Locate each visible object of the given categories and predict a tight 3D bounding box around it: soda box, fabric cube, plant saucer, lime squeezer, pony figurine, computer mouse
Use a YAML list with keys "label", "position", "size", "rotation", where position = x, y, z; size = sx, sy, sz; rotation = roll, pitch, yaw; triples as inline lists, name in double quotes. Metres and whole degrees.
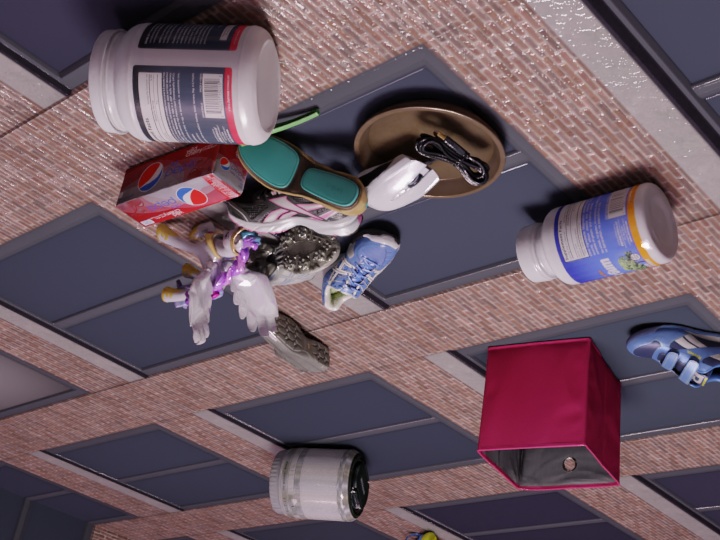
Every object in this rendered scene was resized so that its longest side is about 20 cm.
- label: "soda box"
  position: [-0.253, -0.126, 1.546]
  size: [0.200, 0.070, 0.063]
  rotation: [-13, 143, 35]
- label: "fabric cube"
  position: [0.338, 0.257, 1.918]
  size: [0.196, 0.200, 0.200]
  rotation: [-9, 145, 28]
- label: "plant saucer"
  position: [0.091, -0.161, 1.430]
  size: [0.200, 0.030, 0.200]
  rotation: [7, 151, 4]
- label: "lime squeezer"
  position: [-0.153, -0.198, 1.441]
  size: [0.200, 0.038, 0.071]
  rotation: [8, 119, 3]
- label: "pony figurine"
  position: [-0.225, 0.009, 1.659]
  size: [0.200, 0.193, 0.166]
  rotation: [0, -176, 44]
- label: "computer mouse"
  position: [0.065, -0.117, 1.442]
  size: [0.110, 0.044, 0.200]
  rotation: [29, 145, -32]

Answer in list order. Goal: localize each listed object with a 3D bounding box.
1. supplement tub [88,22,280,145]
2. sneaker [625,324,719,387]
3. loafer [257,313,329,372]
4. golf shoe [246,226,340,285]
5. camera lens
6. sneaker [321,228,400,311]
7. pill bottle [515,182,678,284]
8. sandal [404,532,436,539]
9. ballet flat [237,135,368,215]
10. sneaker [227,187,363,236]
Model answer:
- label: "supplement tub"
  position: [-0.205, -0.222, 1.294]
  size: [0.200, 0.140, 0.140]
  rotation: [4, 150, 10]
- label: "sneaker"
  position: [0.535, 0.143, 1.780]
  size: [0.200, 0.082, 0.074]
  rotation: [8, 152, 6]
- label: "loafer"
  position: [-0.130, 0.137, 1.971]
  size: [0.070, 0.070, 0.200]
  rotation: [-18, 142, 25]
- label: "golf shoe"
  position: [-0.091, -0.019, 1.707]
  size: [0.200, 0.078, 0.097]
  rotation: [-12, 162, 42]
- label: "camera lens"
  position: [-0.089, 0.485, 2.473]
  size: [0.200, 0.160, 0.160]
  rotation: [0, 149, 17]
- label: "sneaker"
  position: [0.000, 0.000, 1.688]
  size: [0.076, 0.077, 0.200]
  rotation: [22, 147, -18]
- label: "pill bottle"
  position: [0.319, -0.043, 1.487]
  size: [0.200, 0.112, 0.112]
  rotation: [-16, 142, 37]
- label: "sandal"
  position: [0.178, 0.771, 2.992]
  size: [0.087, 0.080, 0.200]
  rotation: [0, 141, 22]
- label: "ballet flat"
  position: [-0.078, -0.123, 1.467]
  size: [0.200, 0.069, 0.063]
  rotation: [29, 177, 19]
- label: "sneaker"
  position: [-0.095, -0.108, 1.552]
  size: [0.200, 0.080, 0.086]
  rotation: [2, 127, 15]
